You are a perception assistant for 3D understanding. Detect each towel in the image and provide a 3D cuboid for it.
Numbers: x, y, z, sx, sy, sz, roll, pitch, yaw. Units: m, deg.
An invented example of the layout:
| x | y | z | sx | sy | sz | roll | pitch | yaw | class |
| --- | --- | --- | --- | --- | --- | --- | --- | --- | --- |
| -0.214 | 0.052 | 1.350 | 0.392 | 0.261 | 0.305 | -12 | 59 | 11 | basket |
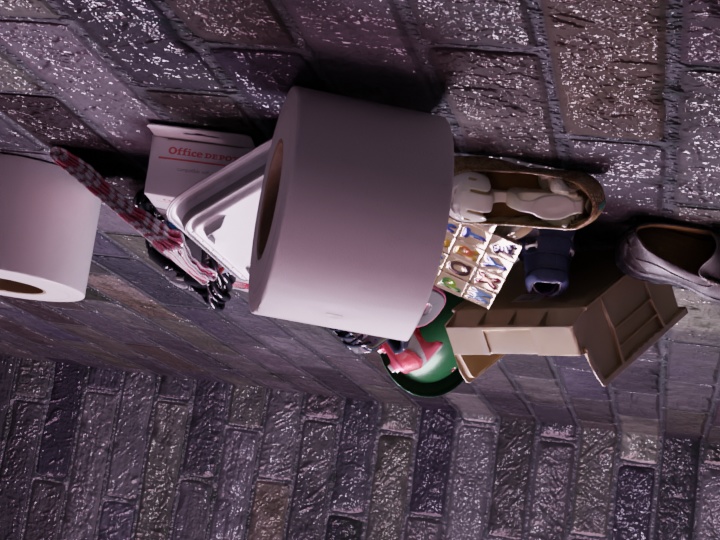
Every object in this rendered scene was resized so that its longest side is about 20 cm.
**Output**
| x | y | z | sx | sy | sz | roll | pitch | yaw | class |
| --- | --- | --- | --- | --- | --- | --- | --- | --- | --- |
| -0.255 | -0.064 | 1.677 | 0.200 | 0.030 | 0.146 | 38 | 175 | 19 | towel |

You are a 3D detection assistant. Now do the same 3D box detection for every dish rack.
| x | y | z | sx | sy | sz | roll | pitch | yaw | class |
| --- | --- | --- | --- | --- | --- | --- | --- | --- | --- |
| -0.088 | -0.055 | 1.499 | 0.171 | 0.044 | 0.200 | -31 | 155 | 6 | dish rack |

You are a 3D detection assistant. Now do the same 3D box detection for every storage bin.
| x | y | z | sx | sy | sz | roll | pitch | yaw | class |
| --- | --- | --- | --- | --- | --- | --- | --- | --- | --- |
| 0.233 | 0.054 | 1.694 | 0.199 | 0.094 | 0.198 | -2 | -156 | 45 | storage bin |

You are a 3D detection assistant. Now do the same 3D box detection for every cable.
| x | y | z | sx | sy | sz | roll | pitch | yaw | class |
| --- | --- | --- | --- | --- | --- | --- | --- | --- | --- |
| -0.212 | -0.028 | 1.778 | 0.163 | 0.051 | 0.200 | 50 | 157 | 9 | cable |

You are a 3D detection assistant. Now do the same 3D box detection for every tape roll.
| x | y | z | sx | sy | sz | roll | pitch | yaw | class |
| --- | --- | --- | --- | --- | --- | --- | --- | --- | --- |
| -0.013 | -0.050 | 1.292 | 0.138 | 0.204 | 0.203 | 11 | 169 | -10 | tape roll |
| -0.424 | -0.050 | 1.794 | 0.201 | 0.140 | 0.203 | 8 | 168 | 2 | tape roll |

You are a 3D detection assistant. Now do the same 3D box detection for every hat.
| x | y | z | sx | sy | sz | roll | pitch | yaw | class |
| --- | --- | --- | --- | --- | --- | --- | --- | --- | --- |
| 0.139 | 0.064 | 1.904 | 0.165 | 0.201 | 0.176 | 32 | 160 | -24 | hat |

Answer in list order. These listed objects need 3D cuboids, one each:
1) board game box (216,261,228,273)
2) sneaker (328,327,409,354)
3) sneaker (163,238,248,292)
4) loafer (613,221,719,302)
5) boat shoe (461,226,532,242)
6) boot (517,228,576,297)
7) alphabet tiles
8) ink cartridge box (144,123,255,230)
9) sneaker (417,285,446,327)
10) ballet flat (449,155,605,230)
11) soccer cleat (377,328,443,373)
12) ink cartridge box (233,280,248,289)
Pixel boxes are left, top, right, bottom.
| x | y | z | sx | sy | sz | roll | pitch | yaw | class |
| --- | --- | --- | --- | --- | --- | --- | --- | --- | --- |
| -0.056 | -0.038 | 1.655 | 0.199 | 0.020 | 0.103 | -12 | 168 | -22 | board game box |
| -0.010 | 0.056 | 1.738 | 0.199 | 0.082 | 0.074 | 6 | 171 | -33 | sneaker |
| -0.169 | 0.004 | 2.030 | 0.198 | 0.076 | 0.115 | -1 | 163 | 27 | sneaker |
| 0.375 | -0.011 | 1.578 | 0.198 | 0.073 | 0.072 | 7 | 164 | 3 | loafer |
| 0.108 | -0.041 | 1.617 | 0.064 | 0.072 | 0.199 | 17 | 165 | -33 | boat shoe |
| 0.199 | -0.011 | 1.645 | 0.072 | 0.091 | 0.200 | 8 | 169 | 3 | boot |
| 0.086 | -0.042 | 1.546 | 0.166 | 0.008 | 0.200 | 24 | 148 | 2 | alphabet tiles |
| -0.161 | -0.091 | 1.571 | 0.115 | 0.068 | 0.200 | 7 | 168 | 5 | ink cartridge box |
| 0.000 | 0.000 | 1.677 | 0.199 | 0.096 | 0.079 | 17 | 128 | -26 | sneaker |
| 0.140 | -0.073 | 1.426 | 0.198 | 0.071 | 0.065 | 0 | -166 | 2 | ballet flat |
| 0.028 | 0.038 | 1.892 | 0.076 | 0.201 | 0.067 | -32 | 171 | 7 | soccer cleat |
| -0.094 | -0.026 | 1.809 | 0.145 | 0.084 | 0.200 | 12 | 168 | -18 | ink cartridge box |
